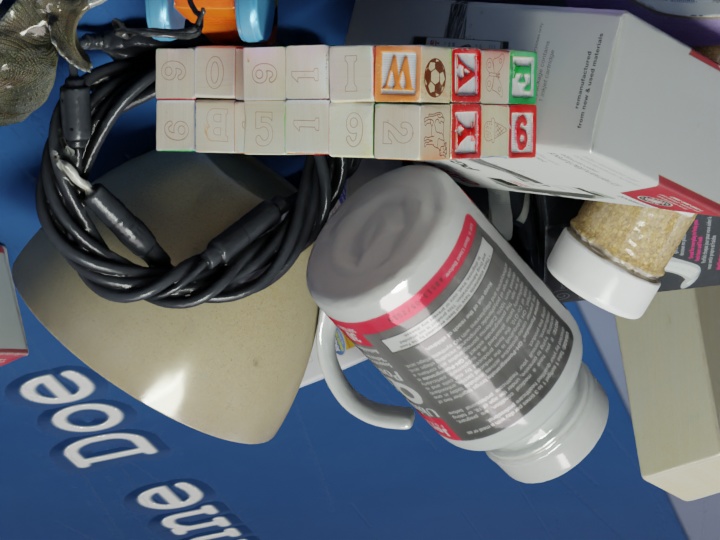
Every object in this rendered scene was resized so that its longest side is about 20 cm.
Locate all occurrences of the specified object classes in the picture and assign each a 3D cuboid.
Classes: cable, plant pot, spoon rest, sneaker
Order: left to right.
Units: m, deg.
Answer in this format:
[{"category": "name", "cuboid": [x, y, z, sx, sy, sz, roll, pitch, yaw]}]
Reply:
[{"category": "plant pot", "cuboid": [-0.102, -0.005, 1.718, 0.200, 0.200, 0.135, 19, 110, -46]}, {"category": "cable", "cuboid": [-0.090, -0.058, 1.608, 0.199, 0.164, 0.051, 3, -177, -25]}, {"category": "spoon rest", "cuboid": [0.000, 0.000, 1.717, 0.060, 0.202, 0.099, -3, -175, 4]}, {"category": "sneaker", "cuboid": [0.062, -0.021, 1.763, 0.079, 0.130, 0.199, 3, 154, -22]}]

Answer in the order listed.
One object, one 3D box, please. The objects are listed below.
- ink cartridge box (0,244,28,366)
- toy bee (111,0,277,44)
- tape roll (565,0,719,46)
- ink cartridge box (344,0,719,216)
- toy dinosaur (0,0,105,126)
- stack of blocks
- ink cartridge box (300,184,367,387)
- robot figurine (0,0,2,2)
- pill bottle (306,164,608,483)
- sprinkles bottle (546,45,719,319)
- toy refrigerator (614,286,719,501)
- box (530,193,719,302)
[{"category": "ink cartridge box", "cuboid": [-0.346, 0.050, 1.827, 0.199, 0.084, 0.145, -23, 166, 32]}, {"category": "toy bee", "cuboid": [-0.072, -0.173, 1.433, 0.130, 0.110, 0.200, 2, -176, -11]}, {"category": "tape roll", "cuboid": [0.203, -0.198, 1.486, 0.199, 0.066, 0.200, -7, 156, -3]}, {"category": "ink cartridge box", "cuboid": [0.103, -0.095, 1.564, 0.199, 0.083, 0.146, 9, 172, 42]}, {"category": "toy dinosaur", "cuboid": [-0.212, -0.111, 1.545, 0.102, 0.077, 0.200, 12, 148, -24]}, {"category": "stack of blocks", "cuboid": [-0.017, -0.092, 1.476, 0.199, 0.059, 0.115, 4, -175, 36]}, {"category": "ink cartridge box", "cuboid": [-0.041, 0.014, 1.825, 0.199, 0.120, 0.042, -24, 177, 35]}, {"category": "robot figurine", "cuboid": [-0.209, -0.184, 1.329, 0.169, 0.114, 0.200, 1, 155, -27]}, {"category": "pill bottle", "cuboid": [0.065, 0.038, 1.648, 0.110, 0.111, 0.200, -22, 128, 30]}, {"category": "sprinkles bottle", "cuboid": [0.187, -0.071, 1.631, 0.068, 0.068, 0.201, 17, 108, -44]}, {"category": "toy refrigerator", "cuboid": [0.219, 0.051, 1.886, 0.070, 0.201, 0.076, -20, 155, 26]}, {"category": "box", "cuboid": [0.209, -0.058, 1.751, 0.198, 0.107, 0.122, -7, 155, -1]}]
